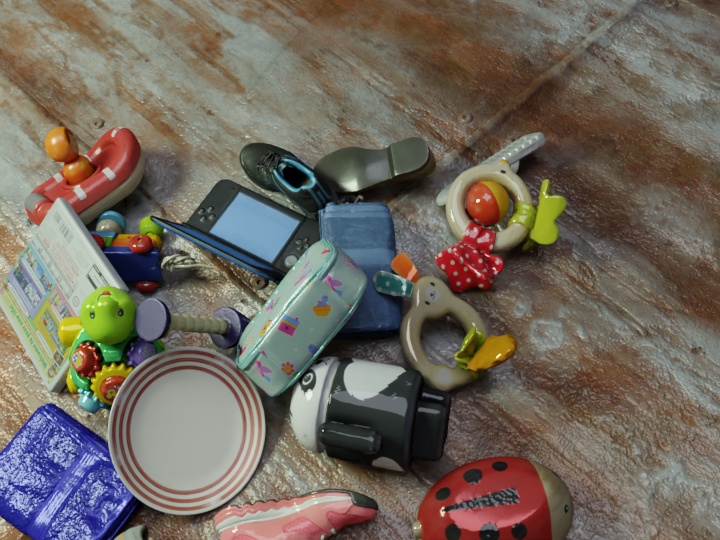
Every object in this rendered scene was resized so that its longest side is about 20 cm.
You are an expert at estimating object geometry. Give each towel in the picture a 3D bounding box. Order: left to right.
[{"bbox_3d":[-0.369,0.264,1.063,0.197,0.050,0.148,27,60,21],"label":"towel"},{"bbox_3d":[0.000,0.000,1.204,0.109,0.049,0.204,0,64,-10],"label":"towel"}]

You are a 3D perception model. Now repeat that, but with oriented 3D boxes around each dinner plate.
[{"bbox_3d":[-0.215,0.198,1.065,0.196,0.024,0.205,4,79,-23],"label":"dinner plate"}]

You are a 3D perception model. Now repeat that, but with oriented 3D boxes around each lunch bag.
[{"bbox_3d":[-0.081,0.056,1.089,0.077,0.160,0.201,40,93,-15],"label":"lunch bag"}]

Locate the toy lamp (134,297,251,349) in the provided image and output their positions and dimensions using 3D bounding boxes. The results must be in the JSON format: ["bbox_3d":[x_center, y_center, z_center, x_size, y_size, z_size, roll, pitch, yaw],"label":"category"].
[{"bbox_3d":[-0.206,0.072,1.106,0.057,0.199,0.060,-3,83,28],"label":"toy lamp"}]

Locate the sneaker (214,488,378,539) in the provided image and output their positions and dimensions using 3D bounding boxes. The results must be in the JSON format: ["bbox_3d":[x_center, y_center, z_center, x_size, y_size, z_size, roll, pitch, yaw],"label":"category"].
[{"bbox_3d":[-0.072,0.313,1.009,0.195,0.074,0.089,-10,68,2],"label":"sneaker"}]

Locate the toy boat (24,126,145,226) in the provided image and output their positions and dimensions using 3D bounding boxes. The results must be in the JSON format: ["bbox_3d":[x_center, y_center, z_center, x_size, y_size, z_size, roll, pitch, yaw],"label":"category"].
[{"bbox_3d":[-0.428,-0.158,1.294,0.199,0.132,0.129,-40,38,-22],"label":"toy boat"}]

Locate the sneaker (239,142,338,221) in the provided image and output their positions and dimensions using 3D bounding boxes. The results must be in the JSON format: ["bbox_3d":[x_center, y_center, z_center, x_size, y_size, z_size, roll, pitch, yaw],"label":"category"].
[{"bbox_3d":[-0.117,-0.155,1.306,0.198,0.082,0.074,31,78,30],"label":"sneaker"}]

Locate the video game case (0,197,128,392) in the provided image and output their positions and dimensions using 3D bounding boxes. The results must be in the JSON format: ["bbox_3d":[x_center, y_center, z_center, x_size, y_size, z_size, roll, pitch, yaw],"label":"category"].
[{"bbox_3d":[-0.417,0.032,1.184,0.183,0.022,0.200,-51,60,14],"label":"video game case"}]

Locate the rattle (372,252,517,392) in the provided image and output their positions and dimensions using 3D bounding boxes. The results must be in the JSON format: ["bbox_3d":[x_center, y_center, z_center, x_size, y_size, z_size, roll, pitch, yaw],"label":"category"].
[{"bbox_3d":[0.102,0.048,1.103,0.128,0.143,0.204,-22,77,-5],"label":"rattle"}]

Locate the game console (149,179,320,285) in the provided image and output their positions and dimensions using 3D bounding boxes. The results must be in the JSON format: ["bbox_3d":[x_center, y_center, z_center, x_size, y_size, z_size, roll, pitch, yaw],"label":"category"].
[{"bbox_3d":[-0.170,-0.065,1.228,0.197,0.119,0.172,25,61,14],"label":"game console"}]

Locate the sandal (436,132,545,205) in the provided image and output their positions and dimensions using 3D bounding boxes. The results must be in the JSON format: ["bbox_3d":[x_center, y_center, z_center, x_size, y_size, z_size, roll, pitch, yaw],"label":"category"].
[{"bbox_3d":[0.207,-0.144,1.302,0.201,0.082,0.050,-34,102,-10],"label":"sandal"}]

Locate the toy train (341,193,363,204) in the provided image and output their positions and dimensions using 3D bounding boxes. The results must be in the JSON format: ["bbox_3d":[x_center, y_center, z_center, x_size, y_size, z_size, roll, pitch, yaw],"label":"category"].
[{"bbox_3d":[-0.039,-0.035,1.257,0.045,0.034,0.202,21,59,13],"label":"toy train"}]

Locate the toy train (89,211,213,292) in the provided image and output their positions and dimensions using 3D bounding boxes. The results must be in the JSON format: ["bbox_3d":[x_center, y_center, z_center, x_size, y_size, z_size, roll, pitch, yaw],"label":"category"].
[{"bbox_3d":[-0.308,-0.035,1.258,0.195,0.086,0.117,0,38,-2],"label":"toy train"}]

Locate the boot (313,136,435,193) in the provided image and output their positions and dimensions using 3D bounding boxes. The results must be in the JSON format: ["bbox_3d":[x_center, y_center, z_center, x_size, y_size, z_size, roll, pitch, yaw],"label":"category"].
[{"bbox_3d":[0.022,-0.152,1.322,0.195,0.075,0.076,-7,77,20],"label":"boot"}]

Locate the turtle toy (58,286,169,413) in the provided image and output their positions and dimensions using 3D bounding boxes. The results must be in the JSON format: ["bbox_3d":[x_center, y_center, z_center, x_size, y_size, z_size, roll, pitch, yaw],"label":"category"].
[{"bbox_3d":[-0.311,0.104,1.084,0.142,0.204,0.102,-5,32,-10],"label":"turtle toy"}]

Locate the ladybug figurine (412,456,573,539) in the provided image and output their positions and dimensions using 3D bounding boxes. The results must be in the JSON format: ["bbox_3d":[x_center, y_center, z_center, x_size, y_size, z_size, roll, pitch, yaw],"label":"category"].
[{"bbox_3d":[0.156,0.282,1.001,0.195,0.073,0.138,-14,56,-6],"label":"ladybug figurine"}]

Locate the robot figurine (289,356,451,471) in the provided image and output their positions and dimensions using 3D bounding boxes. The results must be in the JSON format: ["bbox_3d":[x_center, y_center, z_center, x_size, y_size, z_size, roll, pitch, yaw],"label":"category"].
[{"bbox_3d":[0.011,0.173,1.052,0.195,0.151,0.127,9,68,11],"label":"robot figurine"}]

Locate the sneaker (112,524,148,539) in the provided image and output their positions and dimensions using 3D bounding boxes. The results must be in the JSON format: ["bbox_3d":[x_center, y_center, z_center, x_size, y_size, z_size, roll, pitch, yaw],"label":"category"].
[{"bbox_3d":[-0.223,0.369,0.969,0.079,0.075,0.199,-36,60,-26],"label":"sneaker"}]

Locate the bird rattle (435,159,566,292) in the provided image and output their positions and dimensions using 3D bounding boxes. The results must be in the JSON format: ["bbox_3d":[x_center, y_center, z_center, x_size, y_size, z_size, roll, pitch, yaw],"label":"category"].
[{"bbox_3d":[0.187,-0.068,1.222,0.197,0.113,0.165,-27,73,-2],"label":"bird rattle"}]
